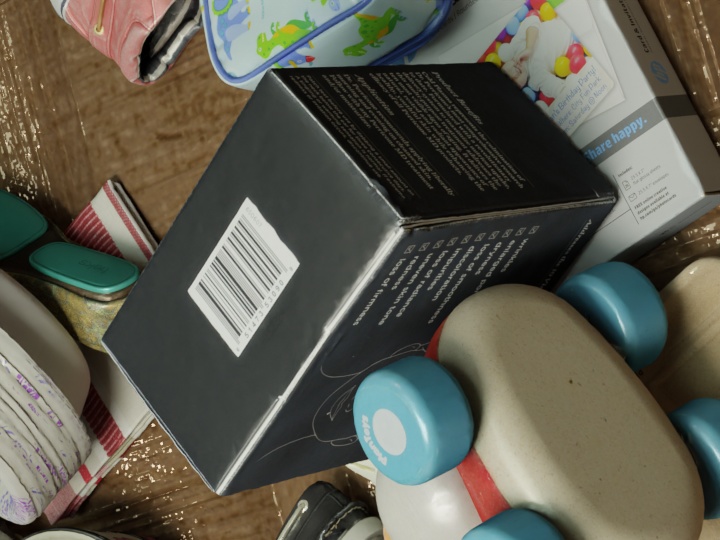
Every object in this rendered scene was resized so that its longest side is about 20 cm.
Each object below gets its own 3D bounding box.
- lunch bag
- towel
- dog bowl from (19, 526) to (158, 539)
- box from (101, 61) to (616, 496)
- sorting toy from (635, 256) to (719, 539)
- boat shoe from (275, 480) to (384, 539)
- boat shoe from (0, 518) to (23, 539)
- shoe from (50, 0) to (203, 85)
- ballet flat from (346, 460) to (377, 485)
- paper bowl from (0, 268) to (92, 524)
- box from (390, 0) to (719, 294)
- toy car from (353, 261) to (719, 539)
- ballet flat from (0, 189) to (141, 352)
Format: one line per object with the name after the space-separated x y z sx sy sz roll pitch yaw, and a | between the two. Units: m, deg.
-0.029 -0.208 1.309 0.160 0.082 0.201 -28 63 37 | lunch bag
-0.186 0.057 1.518 0.200 0.023 0.144 -48 65 29 | towel
-0.164 0.265 1.489 0.199 0.074 0.202 4 97 36 | dog bowl
0.000 0.000 1.211 0.124 0.196 0.200 50 122 25 | box
0.196 0.121 1.228 0.185 0.036 0.200 -46 72 31 | sorting toy
-0.051 0.224 1.399 0.060 0.074 0.201 38 113 28 | boat shoe
-0.304 0.212 1.590 0.060 0.072 0.201 43 143 -18 | boat shoe
-0.120 -0.216 1.413 0.091 0.071 0.201 45 122 20 | shoe
-0.004 0.091 1.355 0.200 0.072 0.072 37 115 28 | ballet flat
-0.257 0.062 1.458 0.200 0.201 0.104 28 67 32 | paper bowl
0.103 -0.092 1.270 0.156 0.041 0.201 -35 73 35 | box
0.077 0.122 1.200 0.177 0.184 0.200 55 141 13 | toy car
-0.215 0.003 1.490 0.199 0.070 0.071 25 109 36 | ballet flat
